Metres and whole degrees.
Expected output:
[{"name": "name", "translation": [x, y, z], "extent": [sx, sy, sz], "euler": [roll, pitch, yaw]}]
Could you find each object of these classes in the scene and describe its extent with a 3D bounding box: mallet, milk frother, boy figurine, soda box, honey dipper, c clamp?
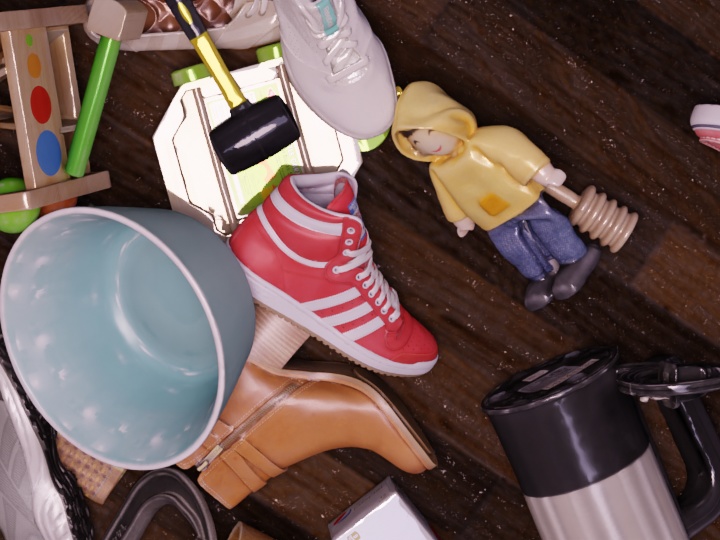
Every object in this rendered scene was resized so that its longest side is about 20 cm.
[{"name": "mallet", "translation": [-0.126, -0.164, 1.338], "extent": [0.066, 0.041, 0.200], "euler": [-36, 99, 4]}, {"name": "milk frother", "translation": [0.215, 0.158, 1.362], "extent": [0.180, 0.200, 0.189], "euler": [-25, 98, -5]}, {"name": "boy figurine", "translation": [0.103, -0.065, 1.370], "extent": [0.200, 0.124, 0.065], "euler": [48, 52, -19]}, {"name": "soda box", "translation": [0.060, 0.265, 1.430], "extent": [0.068, 0.064, 0.200], "euler": [-38, 98, 1]}, {"name": "honey dipper", "translation": [0.128, -0.082, 1.411], "extent": [0.199, 0.038, 0.038], "euler": [33, 93, -4]}, {"name": "c clamp", "translation": [-0.162, 0.260, 1.380], "extent": [0.027, 0.171, 0.201], "euler": [24, 94, -43]}]

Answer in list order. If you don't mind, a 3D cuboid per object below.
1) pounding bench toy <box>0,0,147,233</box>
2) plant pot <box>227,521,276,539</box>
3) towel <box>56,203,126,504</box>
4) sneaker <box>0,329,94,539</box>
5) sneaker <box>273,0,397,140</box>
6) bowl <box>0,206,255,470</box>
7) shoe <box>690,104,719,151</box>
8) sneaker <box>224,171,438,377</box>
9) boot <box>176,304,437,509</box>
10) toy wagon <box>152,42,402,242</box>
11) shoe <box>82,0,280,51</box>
[{"name": "pounding bench toy", "translation": [-0.240, -0.110, 1.301], "extent": [0.199, 0.124, 0.157], "euler": [-5, 98, 23]}, {"name": "plant pot", "translation": [-0.033, 0.314, 1.355], "extent": [0.199, 0.186, 0.187], "euler": [22, 95, -5]}, {"name": "towel", "translation": [-0.209, 0.066, 1.412], "extent": [0.146, 0.022, 0.201], "euler": [33, 95, -6]}, {"name": "sneaker", "translation": [-0.270, 0.141, 1.374], "extent": [0.079, 0.074, 0.201], "euler": [-14, 98, 5]}, {"name": "sneaker", "translation": [-0.028, -0.185, 1.319], "extent": [0.075, 0.088, 0.201], "euler": [-27, 105, -4]}, {"name": "bowl", "translation": [-0.157, 0.034, 1.316], "extent": [0.200, 0.105, 0.202], "euler": [12, 116, 27]}, {"name": "shoe", "translation": [0.346, -0.064, 1.407], "extent": [0.199, 0.071, 0.092], "euler": [16, 90, -10]}, {"name": "sneaker", "translation": [0.000, 0.000, 1.364], "extent": [0.199, 0.071, 0.113], "euler": [28, 115, -23]}, {"name": "boot", "translation": [-0.053, 0.133, 1.408], "extent": [0.200, 0.074, 0.155], "euler": [40, 95, 0]}, {"name": "toy wagon", "translation": [-0.057, -0.098, 1.394], "extent": [0.199, 0.040, 0.156], "euler": [-15, 98, -3]}, {"name": "shoe", "translation": [-0.116, -0.201, 1.370], "extent": [0.199, 0.053, 0.070], "euler": [-10, 97, -3]}]
